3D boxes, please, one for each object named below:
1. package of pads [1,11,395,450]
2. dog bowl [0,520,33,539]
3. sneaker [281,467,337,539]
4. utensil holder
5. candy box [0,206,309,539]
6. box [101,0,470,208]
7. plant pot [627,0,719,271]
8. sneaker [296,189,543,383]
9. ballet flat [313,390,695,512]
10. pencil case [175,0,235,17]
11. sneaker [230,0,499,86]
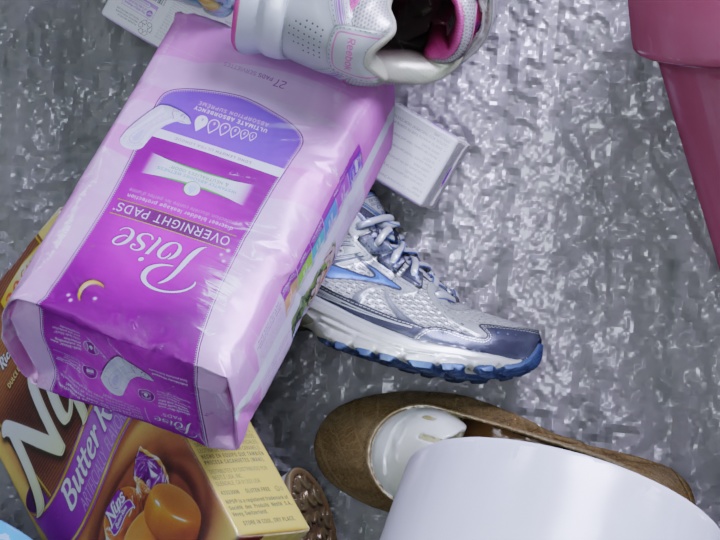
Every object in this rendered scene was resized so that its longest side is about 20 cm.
[{"bbox_3d":[-0.073,-0.024,1.118,0.120,0.076,0.200,17,57,15],"label":"package of pads"},{"bbox_3d":[-0.208,0.174,1.173,0.111,0.200,0.050,35,56,-10],"label":"dog bowl"},{"bbox_3d":[-0.046,0.206,1.195,0.090,0.067,0.201,-14,85,19],"label":"sneaker"},{"bbox_3d":[0.068,0.197,1.057,0.169,0.170,0.201,13,67,12],"label":"utensil holder"},{"bbox_3d":[-0.120,0.081,1.170,0.117,0.056,0.200,-47,60,30],"label":"candy box"},{"bbox_3d":[-0.039,-0.098,1.212,0.200,0.039,0.042,30,96,11],"label":"box"},{"bbox_3d":[0.229,-0.073,1.091,0.199,0.200,0.180,-4,103,11],"label":"plant pot"},{"bbox_3d":[0.000,0.000,1.184,0.199,0.077,0.086,17,87,11],"label":"sneaker"},{"bbox_3d":[0.068,0.103,1.166,0.199,0.072,0.068,16,90,12],"label":"ballet flat"},{"bbox_3d":[-0.126,-0.187,1.177,0.200,0.083,0.091,18,132,36],"label":"pencil case"},{"bbox_3d":[0.034,-0.134,1.133,0.088,0.200,0.082,35,137,28],"label":"sneaker"}]
